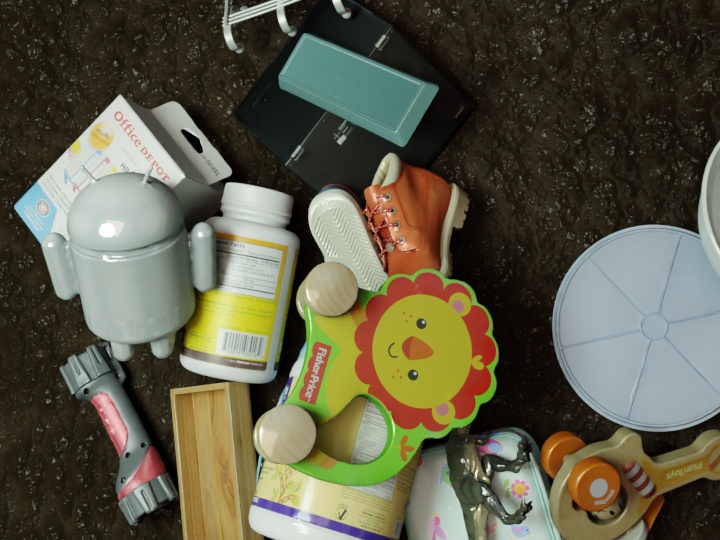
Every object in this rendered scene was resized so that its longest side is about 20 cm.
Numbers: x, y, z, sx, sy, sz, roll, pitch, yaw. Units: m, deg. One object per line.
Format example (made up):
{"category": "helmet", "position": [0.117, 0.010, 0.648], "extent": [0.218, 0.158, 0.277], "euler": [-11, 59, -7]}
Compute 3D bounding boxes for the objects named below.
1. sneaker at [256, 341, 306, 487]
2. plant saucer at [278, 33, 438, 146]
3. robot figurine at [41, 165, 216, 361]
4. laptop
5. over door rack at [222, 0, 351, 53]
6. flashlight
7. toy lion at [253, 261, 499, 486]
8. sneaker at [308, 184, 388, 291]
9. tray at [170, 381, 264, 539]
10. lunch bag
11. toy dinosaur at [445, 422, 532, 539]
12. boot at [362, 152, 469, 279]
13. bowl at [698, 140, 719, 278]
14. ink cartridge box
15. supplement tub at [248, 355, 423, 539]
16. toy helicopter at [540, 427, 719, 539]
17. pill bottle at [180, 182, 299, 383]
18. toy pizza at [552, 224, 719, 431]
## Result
{"category": "sneaker", "position": [-0.059, 0.160, 0.927], "extent": [0.077, 0.090, 0.204], "euler": [16, 89, 15]}
{"category": "plant saucer", "position": [-0.010, -0.194, 0.907], "extent": [0.199, 0.019, 0.071], "euler": [32, 91, 36]}
{"category": "robot figurine", "position": [-0.224, -0.010, 0.863], "extent": [0.166, 0.113, 0.203], "euler": [-6, 120, -7]}
{"category": "laptop", "position": [-0.011, -0.181, 0.984], "extent": [0.199, 0.116, 0.188], "euler": [38, 96, -14]}
{"category": "over door rack", "position": [-0.086, -0.351, 0.991], "extent": [0.145, 0.067, 0.204], "euler": [-13, 69, 17]}
{"category": "flashlight", "position": [-0.278, 0.186, 0.997], "extent": [0.068, 0.067, 0.202], "euler": [-37, 78, 21]}
{"category": "toy lion", "position": [0.023, 0.091, 0.758], "extent": [0.189, 0.069, 0.203], "euler": [20, 74, -7]}
{"category": "sneaker", "position": [0.000, 0.000, 0.934], "extent": [0.074, 0.085, 0.203], "euler": [-14, 110, 5]}
{"category": "tray", "position": [-0.156, 0.227, 0.960], "extent": [0.097, 0.037, 0.204], "euler": [-11, 83, 38]}
{"category": "lunch bag", "position": [0.130, 0.267, 0.876], "extent": [0.158, 0.077, 0.204], "euler": [-18, 81, 12]}
{"category": "toy dinosaur", "position": [0.118, 0.202, 0.822], "extent": [0.087, 0.047, 0.204], "euler": [-15, 73, 30]}
{"category": "boot", "position": [0.038, -0.029, 0.865], "extent": [0.106, 0.202, 0.075], "euler": [33, 136, -19]}
{"category": "bowl", "position": [0.393, -0.039, 0.808], "extent": [0.197, 0.091, 0.205], "euler": [1, 73, -3]}
{"category": "ink cartridge box", "position": [-0.254, -0.088, 0.981], "extent": [0.200, 0.125, 0.129], "euler": [-44, 76, 8]}
{"category": "supplement tub", "position": [-0.013, 0.165, 0.837], "extent": [0.143, 0.146, 0.203], "euler": [12, 74, 15]}
{"category": "toy helicopter", "position": [0.274, 0.208, 0.833], "extent": [0.196, 0.079, 0.135], "euler": [-16, 104, -10]}
{"category": "pill bottle", "position": [-0.127, 0.013, 0.947], "extent": [0.107, 0.109, 0.204], "euler": [10, 88, 15]}
{"category": "toy pizza", "position": [0.292, 0.057, 0.873], "extent": [0.196, 0.032, 0.204], "euler": [-2, 84, 16]}
